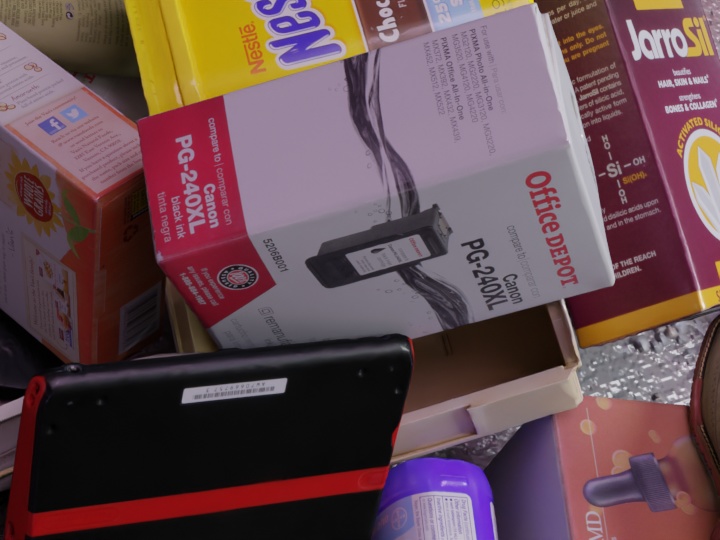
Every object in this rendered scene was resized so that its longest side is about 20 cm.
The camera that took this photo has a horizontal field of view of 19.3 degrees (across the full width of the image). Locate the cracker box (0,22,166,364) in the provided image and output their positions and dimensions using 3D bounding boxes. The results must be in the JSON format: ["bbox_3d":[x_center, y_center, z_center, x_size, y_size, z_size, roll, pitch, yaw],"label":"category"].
[{"bbox_3d":[-0.186,-0.053,1.103,0.200,0.134,0.058,37,51,25],"label":"cracker box"}]

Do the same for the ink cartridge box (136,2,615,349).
[{"bbox_3d":[0.013,-0.033,1.017,0.200,0.145,0.083,-15,60,8],"label":"ink cartridge box"}]

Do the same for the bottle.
[{"bbox_3d":[0.043,0.200,1.095,0.065,0.084,0.200,6,57,-19],"label":"bottle"}]

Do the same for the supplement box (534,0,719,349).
[{"bbox_3d":[0.154,-0.068,1.185,0.110,0.086,0.200,-11,83,-52],"label":"supplement box"}]

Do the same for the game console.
[{"bbox_3d":[-0.078,0.110,1.050,0.200,0.177,0.031,-5,35,-26],"label":"game console"}]

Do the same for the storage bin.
[{"bbox_3d":[0.000,0.000,1.142,0.200,0.094,0.199,-18,59,5],"label":"storage bin"}]

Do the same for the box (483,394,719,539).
[{"bbox_3d":[0.182,0.164,1.162,0.200,0.106,0.152,6,56,-19],"label":"box"}]

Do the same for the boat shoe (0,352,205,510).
[{"bbox_3d":[-0.166,0.094,1.057,0.202,0.072,0.060,-20,82,-2],"label":"boat shoe"}]

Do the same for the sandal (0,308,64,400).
[{"bbox_3d":[-0.242,0.031,1.110,0.200,0.048,0.075,-1,59,-25],"label":"sandal"}]

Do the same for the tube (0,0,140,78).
[{"bbox_3d":[-0.127,-0.133,1.186,0.200,0.052,0.058,1,100,-27],"label":"tube"}]

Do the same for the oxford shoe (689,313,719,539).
[{"bbox_3d":[0.221,0.093,1.109,0.070,0.075,0.200,9,52,-14],"label":"oxford shoe"}]

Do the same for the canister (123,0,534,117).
[{"bbox_3d":[-0.017,-0.128,1.102,0.200,0.087,0.149,-15,53,-3],"label":"canister"}]

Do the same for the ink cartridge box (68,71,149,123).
[{"bbox_3d":[-0.189,-0.136,1.231,0.200,0.067,0.117,28,52,-3],"label":"ink cartridge box"}]
